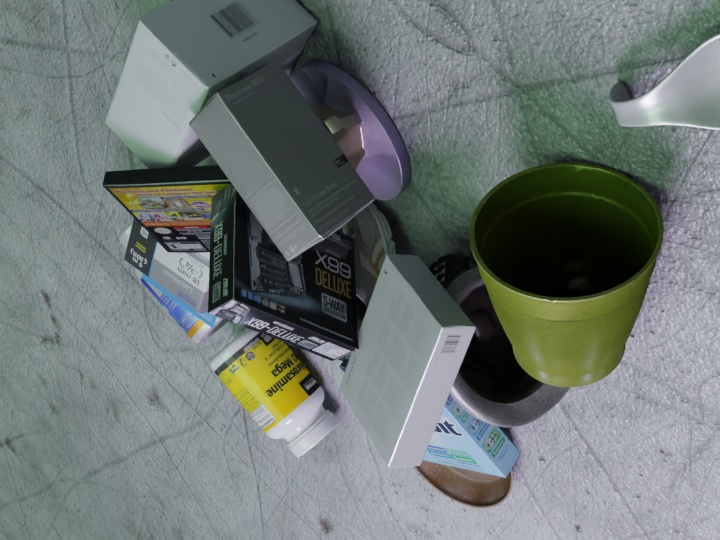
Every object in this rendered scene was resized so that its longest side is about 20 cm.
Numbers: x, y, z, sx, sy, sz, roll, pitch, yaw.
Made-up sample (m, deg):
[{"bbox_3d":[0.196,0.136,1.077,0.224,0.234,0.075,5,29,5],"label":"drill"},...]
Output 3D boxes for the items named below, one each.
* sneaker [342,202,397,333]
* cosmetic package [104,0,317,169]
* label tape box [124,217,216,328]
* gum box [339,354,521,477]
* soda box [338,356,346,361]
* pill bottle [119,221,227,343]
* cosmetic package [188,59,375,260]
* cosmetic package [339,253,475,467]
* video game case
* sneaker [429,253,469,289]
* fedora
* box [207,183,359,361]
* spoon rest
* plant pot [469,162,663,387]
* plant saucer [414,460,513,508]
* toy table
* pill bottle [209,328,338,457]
[{"bbox_3d":[0.000,0.000,1.539,0.076,0.092,0.201,-47,58,60],"label":"sneaker"},{"bbox_3d":[-0.187,-0.244,1.482,0.123,0.199,0.200,44,141,8],"label":"cosmetic package"},{"bbox_3d":[-0.256,-0.013,1.700,0.144,0.063,0.201,34,128,16],"label":"label tape box"},{"bbox_3d":[0.089,0.179,1.556,0.200,0.045,0.170,49,155,-25],"label":"gum box"},{"bbox_3d":[-0.069,0.057,1.612,0.199,0.071,0.063,22,136,-12],"label":"soda box"},{"bbox_3d":[-0.273,0.003,1.836,0.200,0.112,0.112,49,142,3],"label":"pill bottle"},{"bbox_3d":[-0.090,-0.126,1.373,0.200,0.107,0.090,55,142,-5],"label":"cosmetic package"},{"bbox_3d":[0.050,0.105,1.407,0.151,0.051,0.201,52,132,46],"label":"cosmetic package"},{"bbox_3d":[-0.193,-0.075,1.512,0.199,0.026,0.181,-1,154,20],"label":"video game case"},{"bbox_3d":[0.114,0.056,1.552,0.088,0.077,0.200,16,137,-7],"label":"sneaker"},{"bbox_3d":[0.161,0.083,1.462,0.200,0.177,0.090,48,174,-18],"label":"fedora"},{"bbox_3d":[-0.090,0.004,1.435,0.050,0.159,0.199,-27,142,37],"label":"box"},{"bbox_3d":[0.321,-0.171,1.152,0.199,0.061,0.100,-9,114,49],"label":"spoon rest"},{"bbox_3d":[0.225,0.021,1.314,0.200,0.200,0.193,24,146,29],"label":"plant pot"},{"bbox_3d":[0.137,0.241,1.684,0.200,0.037,0.201,25,136,28],"label":"plant saucer"},{"bbox_3d":[-0.042,-0.153,1.480,0.200,0.117,0.184,44,141,10],"label":"toy table"},{"bbox_3d":[-0.128,0.182,1.836,0.200,0.112,0.112,50,142,0],"label":"pill bottle"}]
